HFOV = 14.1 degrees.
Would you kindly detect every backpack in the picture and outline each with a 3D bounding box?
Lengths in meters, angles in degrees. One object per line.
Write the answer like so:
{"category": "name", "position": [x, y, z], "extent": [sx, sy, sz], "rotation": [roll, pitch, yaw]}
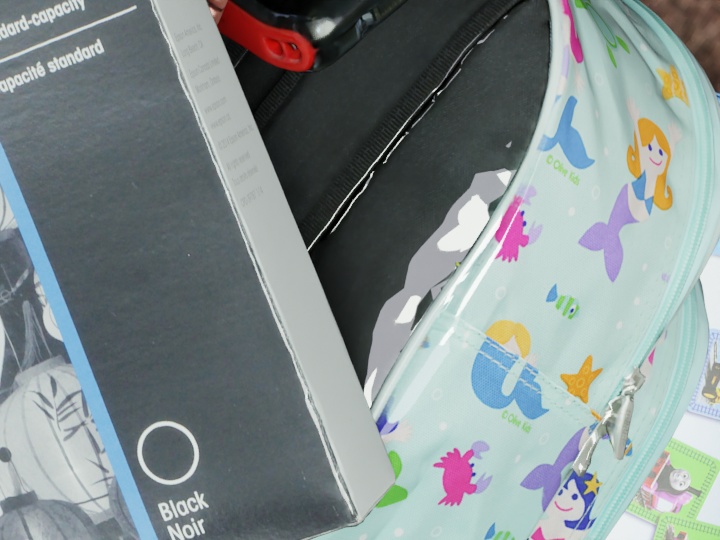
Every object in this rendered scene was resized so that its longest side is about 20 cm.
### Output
{"category": "backpack", "position": [0.000, 0.000, 0.748], "extent": [0.150, 0.177, 0.200], "rotation": [23, 95, -42]}

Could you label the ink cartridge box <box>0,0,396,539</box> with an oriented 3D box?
{"category": "ink cartridge box", "position": [-0.074, -0.025, 0.637], "extent": [0.099, 0.039, 0.201], "rotation": [-21, 95, 18]}

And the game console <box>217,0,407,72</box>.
{"category": "game console", "position": [0.019, -0.138, 0.740], "extent": [0.200, 0.177, 0.031], "rotation": [-40, 130, -10]}

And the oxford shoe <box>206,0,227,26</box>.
{"category": "oxford shoe", "position": [-0.095, -0.039, 0.710], "extent": [0.070, 0.075, 0.200], "rotation": [38, 119, -13]}

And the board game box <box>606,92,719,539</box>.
{"category": "board game box", "position": [0.133, 0.041, 0.843], "extent": [0.199, 0.037, 0.152], "rotation": [21, 92, -8]}
